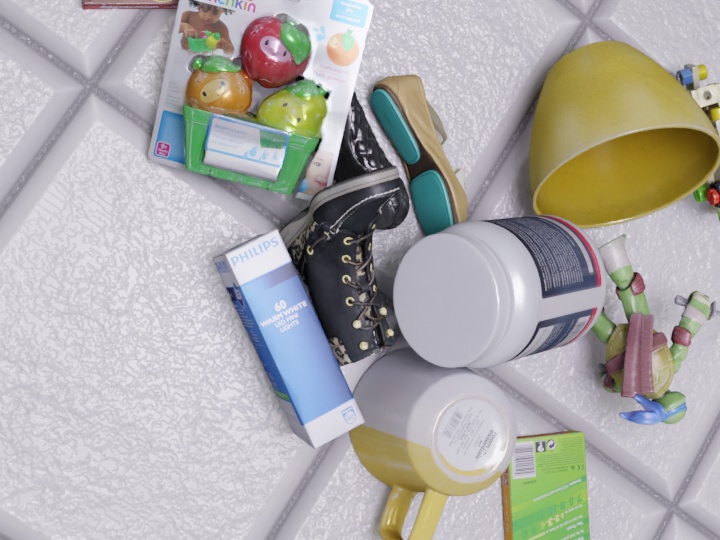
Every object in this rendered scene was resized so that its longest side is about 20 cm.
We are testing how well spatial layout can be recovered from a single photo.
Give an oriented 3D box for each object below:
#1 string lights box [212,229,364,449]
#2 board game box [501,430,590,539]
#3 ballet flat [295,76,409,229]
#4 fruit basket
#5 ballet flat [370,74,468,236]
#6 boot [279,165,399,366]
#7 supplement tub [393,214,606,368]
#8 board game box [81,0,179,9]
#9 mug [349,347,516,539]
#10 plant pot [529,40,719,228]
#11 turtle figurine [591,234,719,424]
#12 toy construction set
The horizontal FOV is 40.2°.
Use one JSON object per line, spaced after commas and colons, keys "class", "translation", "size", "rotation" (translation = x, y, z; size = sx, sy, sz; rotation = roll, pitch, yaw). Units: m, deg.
{"class": "string lights box", "translation": [-0.073, 0.065, 0.960], "size": [0.059, 0.103, 0.202], "rotation": [-25, 96, -14]}
{"class": "board game box", "translation": [0.205, 0.282, 1.080], "size": [0.094, 0.030, 0.202], "rotation": [-3, 86, -17]}
{"class": "ballet flat", "translation": [-0.011, -0.133, 1.021], "size": [0.066, 0.057, 0.202], "rotation": [-23, 95, 26]}
{"class": "fruit basket", "translation": [-0.096, -0.180, 0.942], "size": [0.183, 0.094, 0.202], "rotation": [14, 106, -6]}
{"class": "ballet flat", "translation": [0.078, -0.114, 1.034], "size": [0.063, 0.068, 0.202], "rotation": [-27, 98, -30]}
{"class": "boot", "translation": [0.001, 0.000, 0.923], "size": [0.073, 0.203, 0.155], "rotation": [-18, 82, -30]}
{"class": "supplement tub", "translation": [0.140, 0.019, 0.972], "size": [0.199, 0.139, 0.142], "rotation": [-7, 90, -49]}
{"class": "board game box", "translation": [-0.180, -0.315, 0.982], "size": [0.198, 0.019, 0.104], "rotation": [-6, 91, -18]}
{"class": "mug", "translation": [0.084, 0.174, 0.980], "size": [0.148, 0.153, 0.189], "rotation": [-12, 92, -18]}
{"class": "plant pot", "translation": [0.263, -0.155, 1.042], "size": [0.198, 0.200, 0.143], "rotation": [-2, 65, -17]}
{"class": "turtle figurine", "translation": [0.307, 0.063, 1.075], "size": [0.199, 0.144, 0.195], "rotation": [-28, 81, -26]}
{"class": "toy construction set", "translation": [0.393, -0.132, 1.107], "size": [0.092, 0.131, 0.201], "rotation": [-30, 102, -2]}
